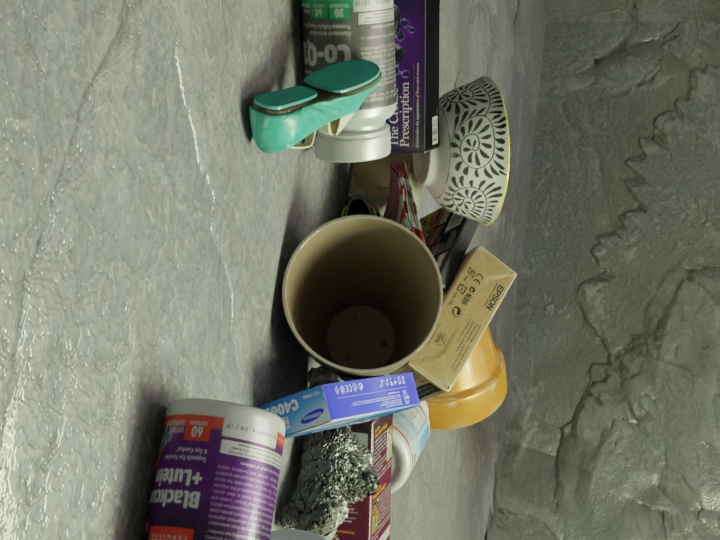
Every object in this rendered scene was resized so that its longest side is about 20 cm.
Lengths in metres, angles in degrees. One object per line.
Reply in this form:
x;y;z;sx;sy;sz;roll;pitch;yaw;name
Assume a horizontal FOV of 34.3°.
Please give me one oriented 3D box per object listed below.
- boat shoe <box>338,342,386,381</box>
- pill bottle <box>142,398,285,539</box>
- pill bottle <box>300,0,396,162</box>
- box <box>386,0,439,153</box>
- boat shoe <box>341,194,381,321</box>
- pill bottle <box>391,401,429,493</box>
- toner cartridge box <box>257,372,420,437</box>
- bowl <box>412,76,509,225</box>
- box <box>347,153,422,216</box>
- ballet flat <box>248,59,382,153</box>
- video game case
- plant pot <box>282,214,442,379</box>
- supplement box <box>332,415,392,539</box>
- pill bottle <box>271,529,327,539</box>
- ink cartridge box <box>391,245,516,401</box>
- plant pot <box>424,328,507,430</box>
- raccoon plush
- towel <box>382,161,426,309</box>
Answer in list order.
0.009;0.121;1.621;0.073;0.061;0.200;-53;-177;16;boat shoe
-0.132;0.222;1.016;0.112;0.110;0.203;56;38;-66;pill bottle
-0.012;-0.238;1.397;0.113;0.111;0.203;-49;138;-67;pill bottle
0.026;-0.255;1.487;0.079;0.139;0.203;-30;121;-67;box
0.000;0.000;1.567;0.060;0.071;0.203;51;38;-73;boat shoe
0.040;0.239;1.690;0.200;0.107;0.111;-41;132;-70;pill bottle
-0.020;0.156;1.348;0.199;0.094;0.044;0;71;-57;toner cartridge box
0.125;-0.161;1.581;0.201;0.093;0.204;178;-90;-77;bowl
0.045;-0.176;1.673;0.078;0.093;0.203;59;35;-62;box
-0.051;-0.176;1.282;0.199;0.067;0.071;-30;137;-44;ballet flat
0.093;-0.020;1.698;0.025;0.180;0.201;43;50;-18;video game case
0.001;0.059;1.425;0.200;0.184;0.190;92;6;-70;plant pot
-0.011;0.282;1.543;0.110;0.084;0.204;-22;114;-74;supplement box
-0.076;0.394;1.262;0.111;0.109;0.203;-48;139;-67;pill bottle
0.119;0.080;1.638;0.201;0.075;0.165;-57;-176;-18;ink cartridge box
0.126;0.114;1.829;0.201;0.197;0.186;-65;151;-55;plant pot
-0.062;0.229;1.417;0.134;0.096;0.202;-13;77;-61;raccoon plush
0.057;-0.023;1.529;0.145;0.022;0.202;97;-14;-48;towel
